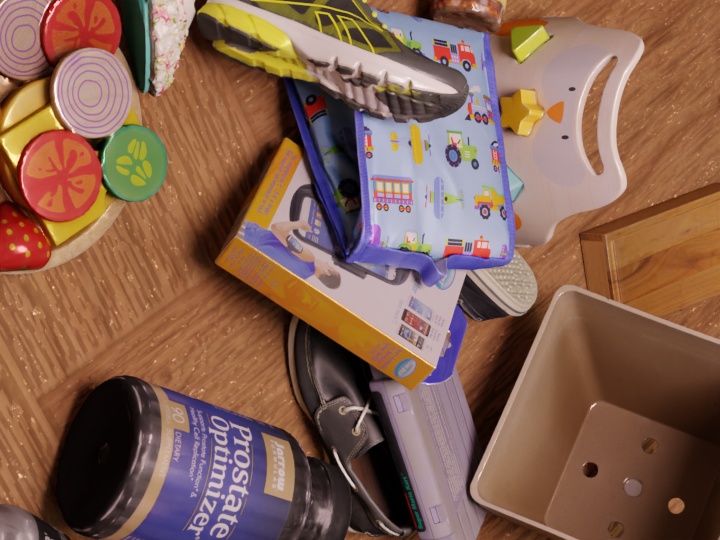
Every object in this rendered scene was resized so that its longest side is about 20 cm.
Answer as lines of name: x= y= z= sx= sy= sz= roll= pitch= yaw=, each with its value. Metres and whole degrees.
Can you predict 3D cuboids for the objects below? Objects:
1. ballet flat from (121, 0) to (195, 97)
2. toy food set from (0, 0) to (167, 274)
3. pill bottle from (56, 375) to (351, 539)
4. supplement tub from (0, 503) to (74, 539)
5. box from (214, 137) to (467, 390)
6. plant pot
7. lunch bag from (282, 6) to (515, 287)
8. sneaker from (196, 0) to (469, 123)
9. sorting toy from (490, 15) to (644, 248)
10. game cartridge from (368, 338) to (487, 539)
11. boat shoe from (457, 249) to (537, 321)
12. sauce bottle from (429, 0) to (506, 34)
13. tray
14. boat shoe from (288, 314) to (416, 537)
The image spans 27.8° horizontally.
ballet flat: x=-0.142 y=-0.224 z=1.006 sx=0.063 sy=0.076 sz=0.203 roll=-15 pitch=104 yaw=-19
toy food set: x=-0.226 y=-0.099 z=0.967 sx=0.198 sy=0.048 sz=0.202 roll=-39 pitch=115 yaw=-30
pill bottle: x=-0.106 y=0.154 z=1.038 sx=0.199 sy=0.111 sz=0.113 roll=23 pitch=79 yaw=-36
supplement tub: x=-0.213 y=0.235 z=0.953 sx=0.200 sy=0.122 sz=0.123 roll=41 pitch=69 yaw=-33
box: x=0.000 y=0.000 z=1.083 sx=0.199 sy=0.042 sz=0.120 roll=32 pitch=44 yaw=-9
plant pot: x=0.229 y=0.163 z=1.240 sx=0.201 sy=0.198 sz=0.177 roll=-64 pitch=160 yaw=-16
lunch bag: x=0.040 y=-0.085 z=1.099 sx=0.149 sy=0.094 sz=0.202 roll=5 pitch=63 yaw=-38
sneaker: x=-0.013 y=-0.170 z=1.013 sx=0.198 sy=0.075 sz=0.085 roll=21 pitch=76 yaw=3
sorting toy: x=0.155 y=-0.123 z=1.180 sx=0.106 sy=0.179 sz=0.203 roll=10 pitch=86 yaw=-38
game cartridge: x=0.056 y=0.124 z=1.171 sx=0.130 sy=0.038 sz=0.202 roll=-45 pitch=120 yaw=-60
boat shoe: x=0.061 y=-0.033 z=1.185 sx=0.200 sy=0.062 sz=0.075 roll=46 pitch=44 yaw=-14
sauce bottle: x=0.100 y=-0.295 z=1.199 sx=0.066 sy=0.066 sz=0.203 roll=19 pitch=73 yaw=-37
tray: x=0.296 y=-0.012 z=1.389 sx=0.198 sy=0.037 sz=0.100 roll=-19 pitch=104 yaw=-35
boat shoe: x=-0.001 y=0.116 z=1.147 sx=0.071 sy=0.067 sz=0.202 roll=-24 pitch=106 yaw=-32
